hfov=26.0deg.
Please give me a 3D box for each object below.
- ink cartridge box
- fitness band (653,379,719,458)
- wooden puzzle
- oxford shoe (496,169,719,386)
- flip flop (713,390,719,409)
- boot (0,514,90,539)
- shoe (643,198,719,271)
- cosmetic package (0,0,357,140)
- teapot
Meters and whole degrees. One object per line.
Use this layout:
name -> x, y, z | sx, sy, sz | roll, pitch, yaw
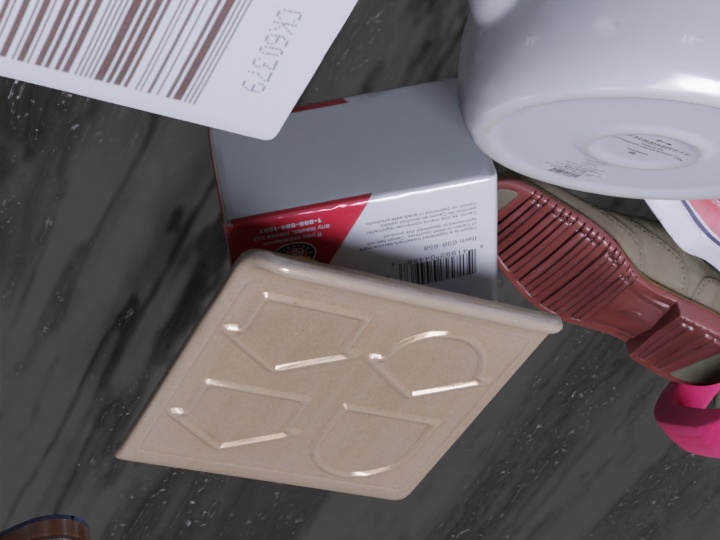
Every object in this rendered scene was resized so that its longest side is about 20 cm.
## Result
ink cartridge box -> 0.000, 0.000, 0.892 | 0.144, 0.084, 0.200 | -10, 139, -4
fitness band -> 0.255, 0.057, 0.986 | 0.144, 0.037, 0.200 | -43, -178, -7
wooden puzzle -> -0.017, 0.055, 0.855 | 0.185, 0.046, 0.200 | 13, 138, -26
oxford shoe -> 0.150, -0.007, 0.949 | 0.200, 0.075, 0.070 | 36, 134, -20
flip flop -> 0.332, 0.056, 1.076 | 0.200, 0.058, 0.081 | -38, 135, 26
boot -> -0.270, 0.255, 1.093 | 0.200, 0.097, 0.075 | -32, 137, 19
shoe -> 0.231, -0.048, 0.923 | 0.091, 0.072, 0.200 | -35, 141, 20
cosmetic package -> -0.083, -0.186, 0.564 | 0.165, 0.200, 0.165 | 11, 135, -27
teapot -> 0.146, -0.125, 0.757 | 0.197, 0.146, 0.200 | 3, 166, 18
